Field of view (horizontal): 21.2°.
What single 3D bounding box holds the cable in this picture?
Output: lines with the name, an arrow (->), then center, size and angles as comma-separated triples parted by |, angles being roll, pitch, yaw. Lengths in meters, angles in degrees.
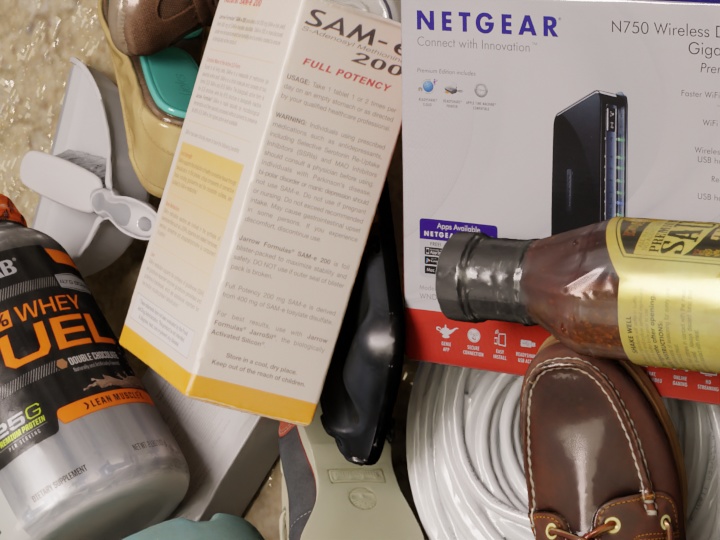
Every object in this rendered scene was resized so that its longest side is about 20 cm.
cable -> 0.116, 0.083, 0.972 | 0.200, 0.069, 0.200 | -48, 66, 18

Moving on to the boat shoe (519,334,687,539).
boat shoe -> 0.115, 0.129, 0.874 | 0.070, 0.070, 0.201 | -10, 106, 29

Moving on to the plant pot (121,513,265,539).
plant pot -> -0.074, 0.249, 1.009 | 0.200, 0.200, 0.197 | -47, 58, 19

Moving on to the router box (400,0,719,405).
router box -> 0.115, -0.038, 0.885 | 0.199, 0.049, 0.181 | 7, 106, 30

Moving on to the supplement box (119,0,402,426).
supplement box -> -0.047, -0.037, 0.970 | 0.126, 0.073, 0.202 | 26, 100, 66

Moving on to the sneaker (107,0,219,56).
sneaker -> -0.054, -0.185, 1.055 | 0.075, 0.071, 0.200 | 31, 68, 24

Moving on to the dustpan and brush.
dustpan and brush -> -0.153, -0.045, 1.119 | 0.199, 0.057, 0.141 | 22, 99, 47

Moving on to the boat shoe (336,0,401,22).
boat shoe -> -0.050, -0.081, 1.087 | 0.200, 0.066, 0.072 | -48, 64, 18

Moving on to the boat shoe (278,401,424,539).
boat shoe -> -0.010, 0.139, 1.008 | 0.201, 0.071, 0.063 | -101, 24, -43

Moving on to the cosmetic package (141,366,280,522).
cosmetic package -> -0.095, 0.099, 1.107 | 0.082, 0.051, 0.201 | 39, 105, 25

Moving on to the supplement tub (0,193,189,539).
supplement tub -> -0.190, 0.063, 1.063 | 0.122, 0.122, 0.201 | -41, 69, 21

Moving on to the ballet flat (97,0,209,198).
ballet flat -> -0.120, -0.113, 1.102 | 0.201, 0.068, 0.063 | -104, 29, -52

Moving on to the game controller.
game controller -> 0.000, 0.000, 1.002 | 0.105, 0.042, 0.201 | 115, 157, -43

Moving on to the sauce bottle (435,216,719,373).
sauce bottle -> 0.127, 0.009, 0.822 | 0.199, 0.066, 0.067 | 5, 88, 28
